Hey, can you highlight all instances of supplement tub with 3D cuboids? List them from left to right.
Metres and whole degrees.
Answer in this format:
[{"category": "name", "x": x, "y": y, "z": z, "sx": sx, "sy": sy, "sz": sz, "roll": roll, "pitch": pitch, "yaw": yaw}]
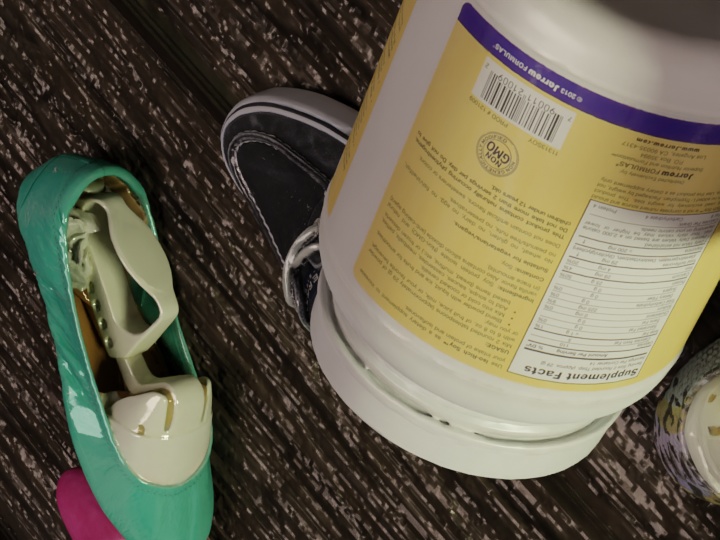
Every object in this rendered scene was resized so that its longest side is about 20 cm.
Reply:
[{"category": "supplement tub", "x": 0.069, "y": -0.038, "z": 0.852, "sx": 0.145, "sy": 0.145, "sz": 0.200, "roll": 43, "pitch": 133, "yaw": 24}]

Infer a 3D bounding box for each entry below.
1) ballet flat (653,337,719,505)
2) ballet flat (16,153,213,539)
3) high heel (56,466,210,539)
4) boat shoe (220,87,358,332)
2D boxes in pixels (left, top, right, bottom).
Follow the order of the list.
[{"category": "ballet flat", "x": 0.164, "y": 0.050, "z": 0.850, "sx": 0.200, "sy": 0.072, "sz": 0.072, "roll": -21, "pitch": 92, "yaw": 48}, {"category": "ballet flat", "x": -0.106, "y": 0.041, "z": 1.114, "sx": 0.070, "sy": 0.067, "sz": 0.201, "roll": -14, "pitch": 95, "yaw": 55}, {"category": "high heel", "x": -0.104, "y": 0.177, "z": 1.150, "sx": 0.200, "sy": 0.096, "sz": 0.067, "roll": 48, "pitch": 134, "yaw": 19}, {"category": "boat shoe", "x": 0.000, "y": 0.000, "z": 0.992, "sx": 0.200, "sy": 0.068, "sz": 0.072, "roll": 47, "pitch": 133, "yaw": 21}]
